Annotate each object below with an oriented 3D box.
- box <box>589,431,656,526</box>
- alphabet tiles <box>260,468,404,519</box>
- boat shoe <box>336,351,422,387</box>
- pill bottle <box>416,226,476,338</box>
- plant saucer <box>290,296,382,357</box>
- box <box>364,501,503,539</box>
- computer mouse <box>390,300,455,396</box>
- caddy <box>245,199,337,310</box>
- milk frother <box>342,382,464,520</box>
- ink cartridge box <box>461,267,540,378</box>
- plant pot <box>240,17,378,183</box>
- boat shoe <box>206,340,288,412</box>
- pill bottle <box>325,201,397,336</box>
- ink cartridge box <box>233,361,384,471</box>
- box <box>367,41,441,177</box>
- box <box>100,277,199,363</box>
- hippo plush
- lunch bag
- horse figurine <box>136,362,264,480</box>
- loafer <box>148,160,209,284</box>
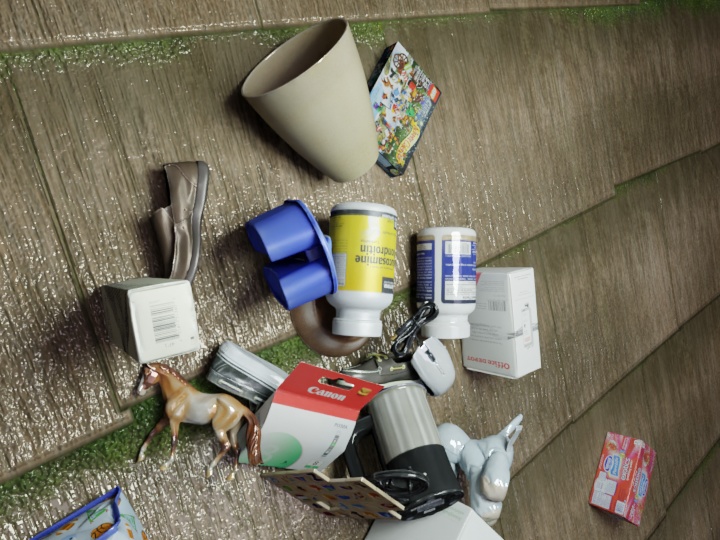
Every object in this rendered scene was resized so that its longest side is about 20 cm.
[{"bbox_3d":[0.699,0.551,1.374,0.095,0.099,0.203,35,70,-30],"label":"box"},{"bbox_3d":[-0.036,0.345,0.792,0.167,0.198,0.008,44,45,-26],"label":"alphabet tiles"},{"bbox_3d":[0.038,0.175,0.921,0.199,0.071,0.062,8,86,-43],"label":"boat shoe"},{"bbox_3d":[0.163,0.024,0.984,0.114,0.115,0.205,2,89,-35],"label":"pill bottle"},{"bbox_3d":[-0.028,0.050,0.894,0.197,0.036,0.206,1,89,-35],"label":"plant saucer"},{"bbox_3d":[0.125,0.514,0.900,0.172,0.197,0.202,47,64,-25],"label":"box"},{"bbox_3d":[0.127,0.157,0.916,0.110,0.044,0.202,-43,125,-16],"label":"computer mouse"},{"bbox_3d":[-0.093,-0.029,0.758,0.103,0.199,0.144,-23,106,-16],"label":"caddy"},{"bbox_3d":[0.065,0.279,0.830,0.177,0.202,0.190,-7,51,-17],"label":"milk frother"},{"bbox_3d":[0.276,0.099,1.045,0.081,0.145,0.205,-9,96,-34],"label":"ink cartridge box"},{"bbox_3d":[-0.055,-0.244,0.808,0.188,0.185,0.201,-53,131,-23],"label":"plant pot"},{"bbox_3d":[-0.149,0.184,0.795,0.199,0.072,0.071,39,84,-24],"label":"boat shoe"},{"bbox_3d":[0.000,0.000,0.825,0.110,0.111,0.205,5,86,-35],"label":"pill bottle"},{"bbox_3d":[-0.075,0.230,0.776,0.159,0.200,0.051,22,36,-32],"label":"ink cartridge box"},{"bbox_3d":[0.064,-0.298,0.962,0.136,0.037,0.203,36,70,-30],"label":"box"},{"bbox_3d":[-0.260,0.053,0.626,0.067,0.198,0.084,-11,95,-34],"label":"box"},{"bbox_3d":[0.197,0.357,0.963,0.159,0.158,0.204,-1,106,-71],"label":"hippo plush"},{"bbox_3d":[-0.347,0.402,0.613,0.197,0.123,0.173,-25,104,-19],"label":"lunch bag"},{"bbox_3d":[-0.221,0.214,0.719,0.196,0.050,0.135,13,75,-4],"label":"horse figurine"},{"bbox_3d":[-0.259,-0.056,0.716,0.070,0.073,0.205,9,78,-26],"label":"loafer"}]
